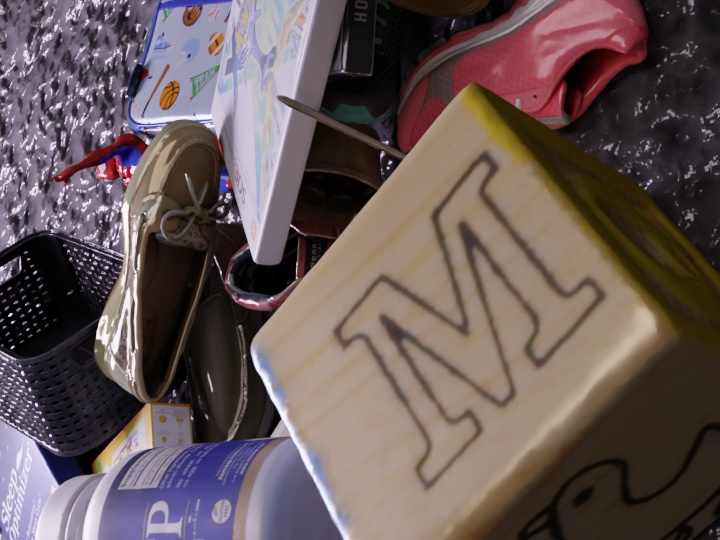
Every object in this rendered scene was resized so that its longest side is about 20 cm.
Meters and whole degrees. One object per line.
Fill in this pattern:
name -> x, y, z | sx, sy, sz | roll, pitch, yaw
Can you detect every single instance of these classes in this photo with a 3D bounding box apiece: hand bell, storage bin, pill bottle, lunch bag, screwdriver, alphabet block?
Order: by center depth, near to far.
alphabet block -> 0.092, 0.056, 0.688 | 0.200, 0.194, 0.197 | -49, 50, 19
screwdriver -> 0.022, -0.077, 0.793 | 0.029, 0.199, 0.028 | -29, 57, 28
pill bottle -> -0.104, 0.170, 0.797 | 0.198, 0.119, 0.121 | -10, 68, 32
hand bell -> -0.008, -0.126, 0.939 | 0.103, 0.104, 0.202 | -17, 51, 38
storage bin -> -0.246, 0.053, 1.028 | 0.135, 0.095, 0.199 | -35, 35, -31
lunch bag -> -0.107, -0.178, 1.043 | 0.198, 0.075, 0.162 | 7, 78, 43

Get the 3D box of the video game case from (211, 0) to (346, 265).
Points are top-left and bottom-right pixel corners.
video game case -> -0.059, -0.139, 0.828 | 0.183, 0.022, 0.202 | -112, 31, -48

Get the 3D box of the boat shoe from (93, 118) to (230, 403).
boat shoe -> -0.135, -0.006, 0.909 | 0.062, 0.073, 0.203 | 29, 109, 48

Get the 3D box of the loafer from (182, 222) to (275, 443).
loafer -> -0.114, 0.052, 0.965 | 0.075, 0.069, 0.202 | -27, 58, 33

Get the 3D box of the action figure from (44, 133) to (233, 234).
action figure -> -0.168, -0.067, 1.001 | 0.199, 0.066, 0.099 | 7, 40, 48

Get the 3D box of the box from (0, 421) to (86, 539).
box -> -0.279, 0.179, 1.073 | 0.200, 0.032, 0.122 | 46, 127, 46

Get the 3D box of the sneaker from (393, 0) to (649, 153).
sneaker -> 0.101, -0.122, 0.826 | 0.199, 0.073, 0.088 | -36, 55, 28

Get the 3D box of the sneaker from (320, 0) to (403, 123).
sneaker -> 0.000, -0.191, 0.890 | 0.092, 0.076, 0.202 | 97, 178, -51

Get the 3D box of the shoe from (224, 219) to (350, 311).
shoe -> 0.000, 0.000, 0.860 | 0.198, 0.090, 0.073 | -12, 72, 41

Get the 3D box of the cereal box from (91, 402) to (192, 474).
cereal box -> -0.160, 0.217, 0.943 | 0.144, 0.039, 0.202 | -42, 49, 50

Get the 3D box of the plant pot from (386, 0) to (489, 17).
plant pot -> 0.065, -0.276, 0.824 | 0.185, 0.186, 0.203 | 2, 71, 43

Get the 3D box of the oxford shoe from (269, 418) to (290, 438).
oxford shoe -> -0.034, 0.128, 0.871 | 0.057, 0.075, 0.201 | 35, 104, 8

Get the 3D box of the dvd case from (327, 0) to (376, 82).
dvd case -> -0.030, -0.198, 0.822 | 0.200, 0.024, 0.153 | -164, 77, -69
